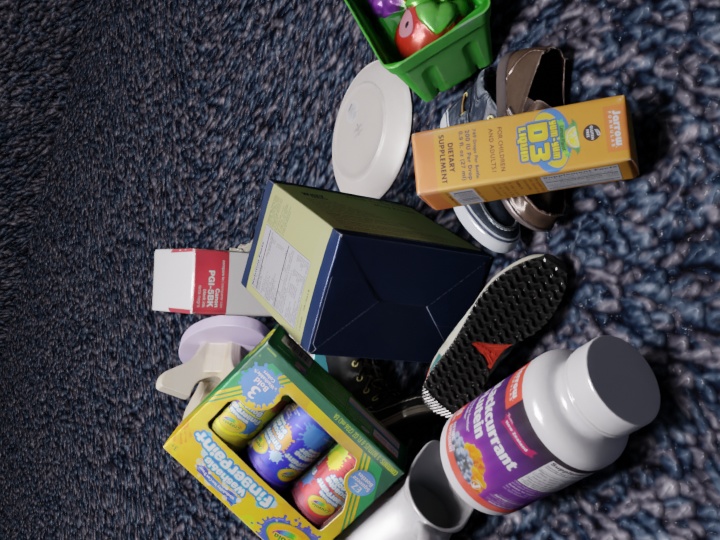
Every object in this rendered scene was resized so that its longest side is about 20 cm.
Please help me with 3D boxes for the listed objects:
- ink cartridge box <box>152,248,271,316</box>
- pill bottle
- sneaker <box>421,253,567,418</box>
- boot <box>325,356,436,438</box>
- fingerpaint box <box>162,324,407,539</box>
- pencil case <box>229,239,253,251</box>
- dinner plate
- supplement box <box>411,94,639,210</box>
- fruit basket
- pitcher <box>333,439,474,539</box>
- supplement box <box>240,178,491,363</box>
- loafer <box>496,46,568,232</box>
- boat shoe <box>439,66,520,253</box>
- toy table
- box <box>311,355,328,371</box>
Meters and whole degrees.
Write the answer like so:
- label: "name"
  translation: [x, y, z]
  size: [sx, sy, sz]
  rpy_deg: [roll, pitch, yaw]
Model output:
- label: "ink cartridge box"
  translation: [-0.153, 0.018, 1.224]
  size: [0.147, 0.199, 0.083]
  rpy_deg: [0, 87, 59]
- label: "pill bottle"
  translation: [0.170, 0.139, 0.848]
  size: [0.200, 0.111, 0.112]
  rpy_deg: [-45, 48, 45]
- label: "sneaker"
  translation: [0.133, 0.056, 0.964]
  size: [0.200, 0.070, 0.093]
  rpy_deg: [-54, 4, 15]
- label: "boot"
  translation: [0.012, 0.130, 1.138]
  size: [0.203, 0.073, 0.154]
  rpy_deg: [-34, 61, 56]
- label: "fingerpaint box"
  translation: [-0.078, 0.190, 1.000]
  size: [0.167, 0.200, 0.073]
  rpy_deg: [-44, 5, 13]
- label: "pencil case"
  translation: [-0.113, -0.041, 1.374]
  size: [0.200, 0.089, 0.078]
  rpy_deg: [-33, 56, 51]
- label: "dinner plate"
  translation: [0.006, -0.188, 1.272]
  size: [0.200, 0.024, 0.201]
  rpy_deg: [-21, 65, 56]
- label: "supplement box"
  translation: [0.152, -0.108, 0.871]
  size: [0.199, 0.069, 0.067]
  rpy_deg: [-8, 77, 17]
- label: "fruit basket"
  translation: [0.058, -0.324, 1.044]
  size: [0.155, 0.216, 0.216]
  rpy_deg: [-30, 49, 7]
- label: "pitcher"
  translation: [0.034, 0.300, 1.000]
  size: [0.200, 0.121, 0.172]
  rpy_deg: [-53, 0, 34]
- label: "supplement box"
  translation: [0.000, 0.000, 1.070]
  size: [0.200, 0.199, 0.135]
  rpy_deg: [38, 115, 54]
- label: "loafer"
  translation: [0.176, -0.138, 0.931]
  size: [0.071, 0.073, 0.201]
  rpy_deg: [-25, 64, 54]
- label: "boat shoe"
  translation: [0.139, -0.121, 0.989]
  size: [0.091, 0.071, 0.201]
  rpy_deg: [-53, 40, 45]
- label: "toy table"
  translation: [-0.217, 0.160, 1.442]
  size: [0.200, 0.183, 0.117]
  rpy_deg: [129, 155, -53]
- label: "box"
  translation: [-0.061, 0.101, 1.295]
  size: [0.082, 0.049, 0.201]
  rpy_deg: [3, 87, 59]
